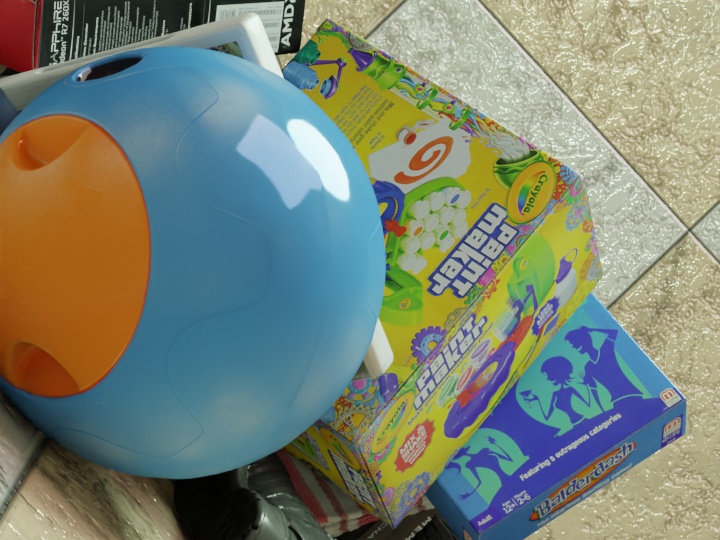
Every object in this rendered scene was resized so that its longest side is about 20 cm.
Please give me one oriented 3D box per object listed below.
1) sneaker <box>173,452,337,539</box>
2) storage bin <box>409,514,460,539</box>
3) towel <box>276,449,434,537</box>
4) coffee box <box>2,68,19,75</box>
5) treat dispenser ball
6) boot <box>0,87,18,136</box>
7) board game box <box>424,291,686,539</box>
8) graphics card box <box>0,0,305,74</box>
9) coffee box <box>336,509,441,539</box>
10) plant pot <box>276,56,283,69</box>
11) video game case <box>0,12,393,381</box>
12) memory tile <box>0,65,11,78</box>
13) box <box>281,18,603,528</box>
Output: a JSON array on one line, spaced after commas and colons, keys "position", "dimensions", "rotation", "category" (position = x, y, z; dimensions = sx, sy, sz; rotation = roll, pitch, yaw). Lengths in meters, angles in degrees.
[{"position": [-0.039, 0.153, 1.298], "dimensions": [0.104, 0.060, 0.200], "rotation": [45, 7, -18], "category": "sneaker"}, {"position": [0.075, 0.245, 1.429], "dimensions": [0.135, 0.094, 0.200], "rotation": [47, 2, -21], "category": "storage bin"}, {"position": [0.004, 0.092, 1.507], "dimensions": [0.147, 0.199, 0.030], "rotation": [55, -39, 33], "category": "towel"}, {"position": [-0.257, -0.129, 1.559], "dimensions": [0.113, 0.080, 0.200], "rotation": [37, 1, -4], "category": "coffee box"}, {"position": [-0.087, -0.004, 1.165], "dimensions": [0.201, 0.201, 0.201], "rotation": [47, 1, -1], "category": "treat dispenser ball"}, {"position": [-0.196, -0.047, 1.258], "dimensions": [0.075, 0.097, 0.200], "rotation": [46, 1, 24], "category": "boot"}, {"position": [0.074, 0.057, 1.477], "dimensions": [0.200, 0.152, 0.045], "rotation": [49, -18, 30], "category": "board game box"}, {"position": [-0.142, -0.152, 1.402], "dimensions": [0.125, 0.051, 0.199], "rotation": [22, 24, 41], "category": "graphics card box"}, {"position": [-0.034, 0.108, 1.632], "dimensions": [0.200, 0.113, 0.080], "rotation": [48, -1, 29], "category": "coffee box"}, {"position": [-0.116, -0.097, 1.592], "dimensions": [0.187, 0.186, 0.201], "rotation": [47, -30, 32], "category": "plant pot"}, {"position": [-0.095, -0.023, 1.296], "dimensions": [0.023, 0.181, 0.201], "rotation": [-47, 121, -54], "category": "video game case"}, {"position": [-0.238, -0.116, 1.388], "dimensions": [0.153, 0.017, 0.200], "rotation": [48, 38, 13], "category": "memory tile"}, {"position": [0.000, 0.000, 1.418], "dimensions": [0.192, 0.200, 0.122], "rotation": [34, -17, 26], "category": "box"}]
